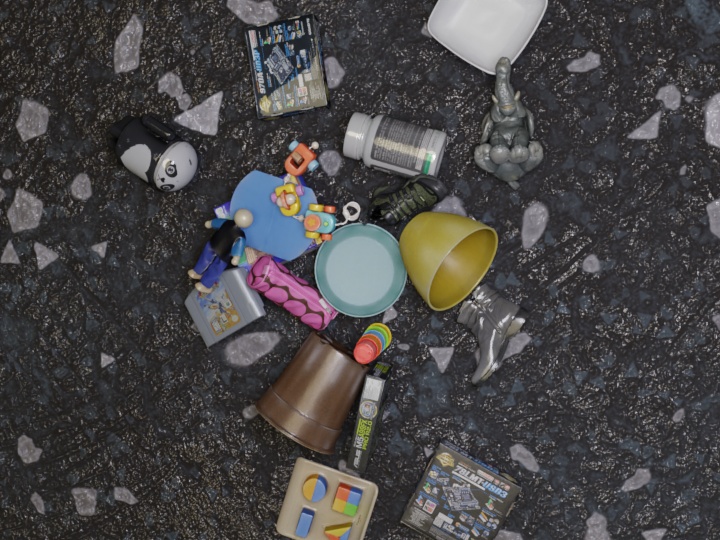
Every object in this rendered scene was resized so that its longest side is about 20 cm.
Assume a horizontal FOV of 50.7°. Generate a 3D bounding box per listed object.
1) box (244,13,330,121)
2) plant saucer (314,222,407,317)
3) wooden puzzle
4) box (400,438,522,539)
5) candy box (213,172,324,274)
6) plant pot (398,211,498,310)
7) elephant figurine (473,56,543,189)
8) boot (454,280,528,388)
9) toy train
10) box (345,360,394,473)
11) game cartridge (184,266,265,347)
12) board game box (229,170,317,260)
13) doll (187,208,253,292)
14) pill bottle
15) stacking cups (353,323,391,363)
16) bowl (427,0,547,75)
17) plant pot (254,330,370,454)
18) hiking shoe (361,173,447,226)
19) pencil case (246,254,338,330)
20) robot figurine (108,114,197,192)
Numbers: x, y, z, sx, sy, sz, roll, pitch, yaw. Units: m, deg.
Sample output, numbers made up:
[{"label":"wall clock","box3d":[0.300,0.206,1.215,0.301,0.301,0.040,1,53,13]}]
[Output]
[{"label":"box","box3d":[-0.157,-0.437,1.643,0.158,0.046,0.202,-9,92,11]},{"label":"plant saucer","box3d":[0.000,0.000,1.629,0.198,0.036,0.202,1,84,-6]},{"label":"wooden puzzle","box3d":[-0.078,0.535,1.695,0.198,0.046,0.187,19,97,9]},{"label":"box","box3d":[0.216,0.497,1.639,0.199,0.050,0.200,27,97,8]},{"label":"candy box","box3d":[-0.192,-0.097,1.657,0.199,0.077,0.170,-24,89,9]},{"label":"plant pot","box3d":[0.162,-0.040,1.557,0.142,0.200,0.201,41,100,32]},{"label":"elephant figurine","box3d":[0.301,-0.295,1.536,0.140,0.155,0.202,11,67,-26]},{"label":"boot","box3d":[0.253,0.134,1.606,0.131,0.070,0.201,31,88,10]},{"label":"toy train","box3d":[-0.102,-0.155,1.521,0.150,0.056,0.200,-42,85,16]},{"label":"box","box3d":[0.022,0.304,1.604,0.044,0.160,0.202,13,97,7]},{"label":"game cartridge","box3d":[-0.304,0.076,1.671,0.199,0.041,0.134,-30,92,36]},{"label":"board game box","box3d":[-0.176,-0.115,1.597,0.199,0.039,0.159,19,102,13]},{"label":"doll","box3d":[-0.291,-0.052,1.594,0.200,0.048,0.137,-50,58,24]},{"label":"pill bottle","box3d":[0.071,-0.258,1.581,0.198,0.113,0.114,17,97,8]},{"label":"stacking cups","box3d":[0.018,0.152,1.573,0.060,0.200,0.061,1,94,12]},{"label":"bowl","box3d":[0.260,-0.515,1.550,0.199,0.075,0.200,35,99,7]},{"label":"plant pot","box3d":[-0.090,0.248,1.612,0.199,0.200,0.199,32,92,7]},{"label":"hiking shoe","box3d":[0.092,-0.131,1.556,0.199,0.101,0.076,-11,134,47]},{"label":"pencil case","box3d":[-0.141,0.046,1.614,0.199,0.094,0.091,33,82,-24]},{"label":"robot figurine","box3d":[-0.455,-0.257,1.668,0.199,0.150,0.125,32,86,7]}]
